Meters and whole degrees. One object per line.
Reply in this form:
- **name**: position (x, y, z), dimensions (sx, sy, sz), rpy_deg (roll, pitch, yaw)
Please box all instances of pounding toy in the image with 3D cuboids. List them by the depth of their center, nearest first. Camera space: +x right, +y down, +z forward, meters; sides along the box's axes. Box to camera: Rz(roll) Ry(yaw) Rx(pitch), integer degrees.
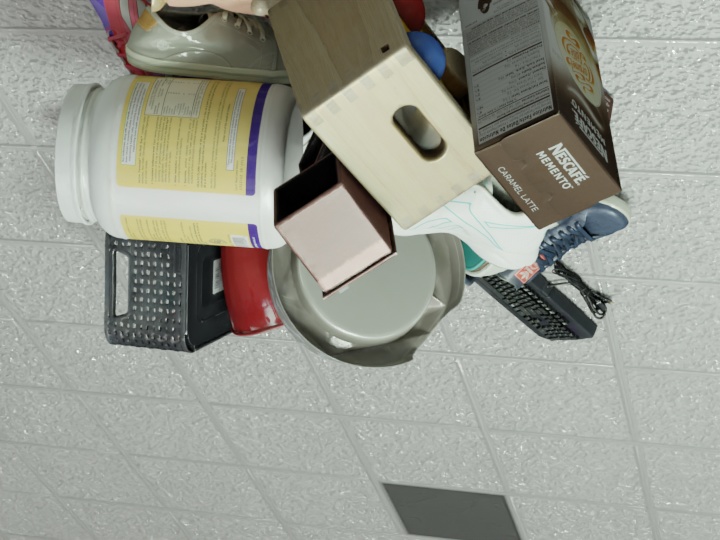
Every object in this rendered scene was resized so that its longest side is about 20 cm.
- **pounding toy**: position (0.044, -0.158, 1.411), dimensions (0.142, 0.185, 0.200), rpy_deg (-33, 131, 13)

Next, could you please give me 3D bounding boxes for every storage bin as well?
- **storage bin**: position (-0.187, 0.002, 1.796), dimensions (0.093, 0.136, 0.200), rpy_deg (5, -170, 15)

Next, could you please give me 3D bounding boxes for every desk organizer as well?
- **desk organizer**: position (-0.025, -0.069, 1.417), dimensions (0.071, 0.200, 0.077), rpy_deg (-31, 115, 13)

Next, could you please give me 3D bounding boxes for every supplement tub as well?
- **supplement tub**: position (-0.157, -0.097, 1.502), dimensions (0.198, 0.146, 0.146), rpy_deg (5, 150, 5)

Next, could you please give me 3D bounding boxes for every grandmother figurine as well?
- **grandmother figurine**: position (-0.079, -0.239, 1.468), dimensions (0.198, 0.121, 0.061), rpy_deg (4, 117, -6)

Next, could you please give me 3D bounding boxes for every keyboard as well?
- **keyboard**: position (0.196, 0.023, 1.865), dimensions (0.127, 0.021, 0.200), rpy_deg (-13, 142, 40)

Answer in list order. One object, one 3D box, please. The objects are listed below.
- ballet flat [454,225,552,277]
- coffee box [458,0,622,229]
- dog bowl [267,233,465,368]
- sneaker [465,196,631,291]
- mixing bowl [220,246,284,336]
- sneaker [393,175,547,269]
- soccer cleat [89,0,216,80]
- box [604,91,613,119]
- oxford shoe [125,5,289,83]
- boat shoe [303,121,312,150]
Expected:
- **ballet flat**: position (0.174, -0.065, 1.651), dimensions (0.069, 0.070, 0.200), rpy_deg (31, 121, -27)
- **coffee box**: position (0.143, -0.152, 1.385), dimensions (0.079, 0.201, 0.114), rpy_deg (-24, 137, 24)
- **dog bowl**: position (0.000, 0.000, 1.645), dimensions (0.199, 0.201, 0.059), rpy_deg (22, 161, -14)
- **sneaker**: position (0.181, -0.024, 1.721), dimensions (0.199, 0.085, 0.075), rpy_deg (-12, 142, 38)
- **mixing bowl**: position (-0.068, -0.029, 1.752), dimensions (0.199, 0.200, 0.109), rpy_deg (-16, 106, 42)
- **sneaker**: position (0.082, -0.068, 1.575), dimensions (0.199, 0.071, 0.080), rpy_deg (15, 136, -7)
- **soccer cleat**: position (-0.187, -0.187, 1.568), dimensions (0.200, 0.077, 0.067), rpy_deg (45, 166, -23)
- **box**: position (0.124, -0.130, 1.578), dimensions (0.199, 0.075, 0.100), rpy_deg (-16, 139, 44)
- **oxford shoe**: position (-0.111, -0.205, 1.525), dimensions (0.199, 0.075, 0.058), rpy_deg (2, 112, -23)
- **boat shoe**: position (-0.055, -0.139, 1.637), dimensions (0.086, 0.075, 0.202), rpy_deg (29, 145, -26)
